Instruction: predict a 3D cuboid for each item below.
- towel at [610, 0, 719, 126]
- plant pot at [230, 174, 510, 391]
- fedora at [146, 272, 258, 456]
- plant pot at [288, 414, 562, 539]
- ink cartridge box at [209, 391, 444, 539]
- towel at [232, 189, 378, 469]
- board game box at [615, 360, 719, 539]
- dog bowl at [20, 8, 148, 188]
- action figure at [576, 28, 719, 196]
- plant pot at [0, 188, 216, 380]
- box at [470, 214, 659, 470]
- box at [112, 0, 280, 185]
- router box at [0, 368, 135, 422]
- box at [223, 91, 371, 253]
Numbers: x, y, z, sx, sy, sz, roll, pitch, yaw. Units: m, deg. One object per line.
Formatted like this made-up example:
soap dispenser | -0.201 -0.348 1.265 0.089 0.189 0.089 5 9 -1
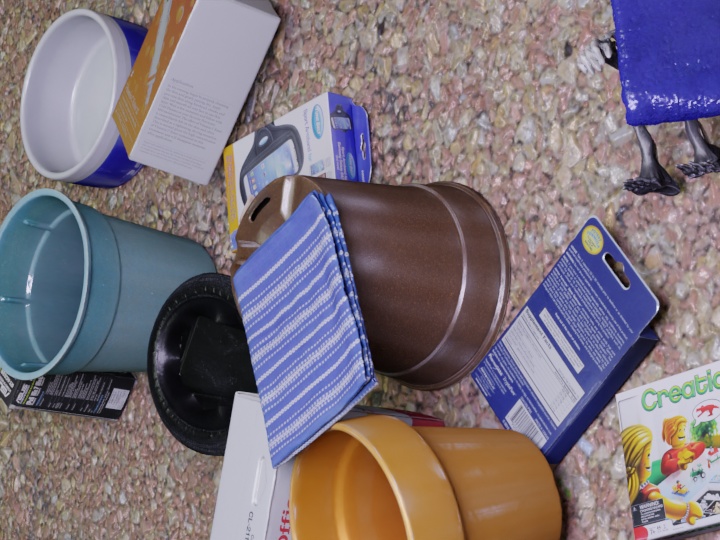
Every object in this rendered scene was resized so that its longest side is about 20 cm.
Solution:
towel | 0.299 -0.187 1.535 0.198 0.050 0.149 -6 70 7
plant pot | 0.000 0.000 1.797 0.199 0.197 0.202 -14 71 46
fedora | -0.127 0.098 1.997 0.199 0.091 0.203 -7 80 41
plant pot | 0.065 0.214 1.670 0.200 0.182 0.202 21 115 55
ink cartridge box | -0.029 0.194 1.789 0.082 0.199 0.147 10 89 48
towel | -0.053 0.047 1.667 0.145 0.024 0.201 -42 48 36
board game box | 0.295 0.137 1.558 0.199 0.034 0.128 -24 65 44
dog bowl | -0.312 -0.199 2.279 0.199 0.078 0.202 -13 72 46
action figure | 0.251 -0.170 1.619 0.118 0.102 0.202 -15 71 31
plant pot | -0.269 0.026 2.096 0.199 0.195 0.202 -12 74 47
box | 0.184 0.064 1.699 0.201 0.032 0.122 -56 47 29
box | -0.178 -0.215 2.093 0.201 0.097 0.125 -64 25 17
router box | -0.369 0.089 2.231 0.200 0.149 0.063 42 113 44
box | -0.065 -0.101 2.010 0.199 0.041 0.120 -26 63 46
